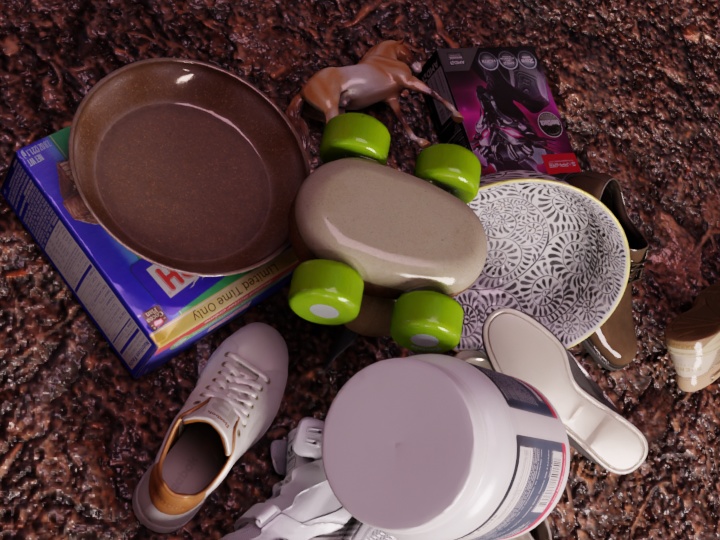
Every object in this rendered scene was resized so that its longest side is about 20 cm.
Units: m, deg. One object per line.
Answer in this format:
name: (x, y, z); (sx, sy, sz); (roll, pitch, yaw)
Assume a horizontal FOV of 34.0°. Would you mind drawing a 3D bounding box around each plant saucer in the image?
plant saucer: (-0.139, -0.079, 0.957); (0.200, 0.037, 0.201); (11, 61, -20)

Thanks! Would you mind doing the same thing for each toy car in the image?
toy car: (0.000, 0.000, 0.975); (0.158, 0.200, 0.164); (17, 61, -12)

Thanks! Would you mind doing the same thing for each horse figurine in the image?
horse figurine: (0.001, -0.161, 1.139); (0.200, 0.050, 0.133); (-25, 66, -26)

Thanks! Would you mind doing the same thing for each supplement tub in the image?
supplement tub: (0.070, 0.140, 0.917); (0.200, 0.140, 0.140); (23, 48, -60)

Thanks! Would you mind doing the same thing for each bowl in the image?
bowl: (0.137, -0.021, 1.079); (0.201, 0.201, 0.094); (20, 32, -14)

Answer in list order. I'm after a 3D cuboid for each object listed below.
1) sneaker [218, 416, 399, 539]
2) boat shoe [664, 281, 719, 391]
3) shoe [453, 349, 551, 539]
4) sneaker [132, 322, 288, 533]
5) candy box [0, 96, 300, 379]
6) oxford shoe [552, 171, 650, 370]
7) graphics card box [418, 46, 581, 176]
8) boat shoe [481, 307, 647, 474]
sneaker: (-0.065, 0.186, 0.933); (0.200, 0.075, 0.115); (-7, 68, -32)
boat shoe: (0.371, 0.060, 1.201); (0.200, 0.071, 0.065); (-25, 113, -40)
shoe: (0.125, 0.160, 1.041); (0.070, 0.053, 0.200); (-3, 68, -26)
sneaker: (-0.105, 0.115, 0.941); (0.073, 0.085, 0.200); (32, 56, -5)
candy box: (-0.171, -0.039, 0.989); (0.169, 0.077, 0.200); (-34, 84, -34)
oxford shoe: (0.236, 0.003, 1.125); (0.073, 0.084, 0.200); (-27, 106, -38)
graphics card box: (0.147, -0.131, 1.195); (0.125, 0.051, 0.200); (-7, 68, -27)
boat shoe: (0.179, 0.110, 1.077); (0.200, 0.057, 0.067); (44, 90, -9)
